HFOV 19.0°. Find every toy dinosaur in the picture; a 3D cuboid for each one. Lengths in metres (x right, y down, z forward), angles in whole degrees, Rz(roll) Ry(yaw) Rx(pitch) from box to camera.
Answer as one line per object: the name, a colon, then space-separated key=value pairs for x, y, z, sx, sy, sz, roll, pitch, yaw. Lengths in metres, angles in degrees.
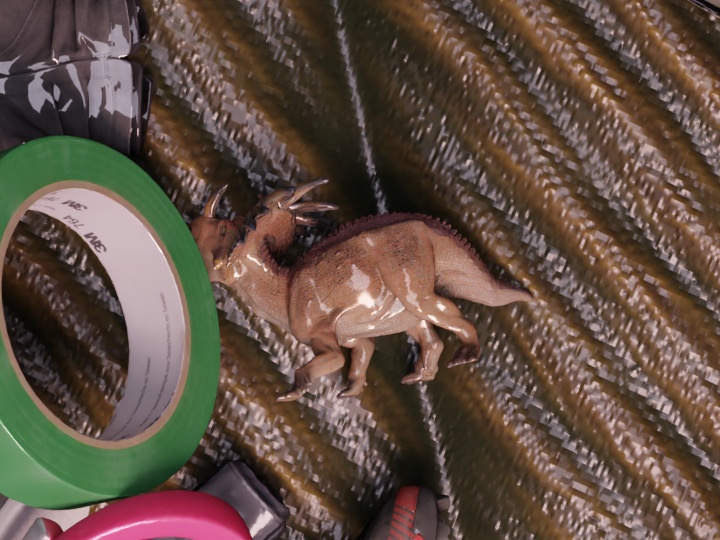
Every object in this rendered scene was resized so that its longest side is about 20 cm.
toy dinosaur: x=0.000 y=0.000 z=1.243 sx=0.198 sy=0.086 sz=0.137 roll=-11 pitch=82 yaw=-4

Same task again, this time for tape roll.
tape roll: x=-0.160 y=0.029 z=1.180 sx=0.048 sy=0.200 sz=0.202 roll=-15 pitch=89 yaw=35

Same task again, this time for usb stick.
usb stick: x=-0.127 y=0.192 z=1.268 sx=0.200 sy=0.033 sz=0.056 roll=-42 pitch=91 yaw=2

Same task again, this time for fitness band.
fitness band: x=-0.139 y=0.200 z=1.197 sx=0.143 sy=0.038 sz=0.201 roll=18 pitch=119 yaw=-31

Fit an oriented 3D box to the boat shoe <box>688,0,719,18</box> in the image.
boat shoe: x=0.152 y=-0.199 z=1.242 sx=0.199 sy=0.071 sz=0.064 roll=24 pitch=89 yaw=0

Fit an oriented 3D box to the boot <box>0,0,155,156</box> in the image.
boot: x=-0.189 y=-0.075 z=1.257 sx=0.130 sy=0.070 sz=0.202 roll=4 pitch=94 yaw=-3

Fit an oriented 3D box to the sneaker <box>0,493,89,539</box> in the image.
sneaker: x=-0.231 y=0.159 z=1.261 sx=0.200 sy=0.070 sz=0.099 roll=-52 pitch=44 yaw=25

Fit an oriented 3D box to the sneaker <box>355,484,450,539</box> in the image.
sneaker: x=-0.022 y=0.205 z=1.245 sx=0.097 sy=0.071 sz=0.201 roll=29 pitch=92 yaw=0
